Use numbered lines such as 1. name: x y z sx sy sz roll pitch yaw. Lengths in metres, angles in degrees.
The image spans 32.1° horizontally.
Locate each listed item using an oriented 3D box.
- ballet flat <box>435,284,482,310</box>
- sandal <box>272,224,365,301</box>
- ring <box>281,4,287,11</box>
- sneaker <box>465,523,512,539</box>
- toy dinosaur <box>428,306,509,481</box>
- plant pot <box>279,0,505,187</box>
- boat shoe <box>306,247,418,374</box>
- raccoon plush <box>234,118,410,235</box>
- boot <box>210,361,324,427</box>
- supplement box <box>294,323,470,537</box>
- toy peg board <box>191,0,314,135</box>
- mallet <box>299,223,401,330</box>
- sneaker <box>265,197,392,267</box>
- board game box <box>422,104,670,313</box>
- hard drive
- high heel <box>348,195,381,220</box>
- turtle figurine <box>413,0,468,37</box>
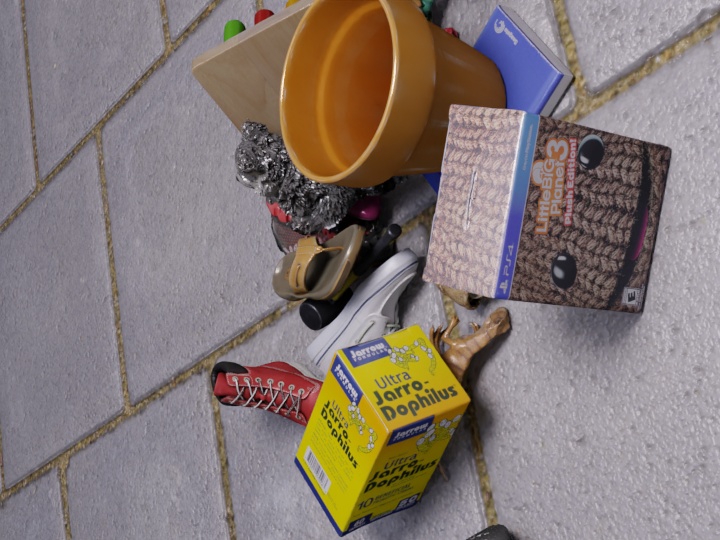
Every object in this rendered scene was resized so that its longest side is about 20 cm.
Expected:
1. ballet flat: 0.154 -0.031 1.283 0.065 0.070 0.200 49 130 11
2. sandal: -0.059 -0.009 1.418 0.199 0.054 0.081 -15 54 59
3. ring: -0.087 -0.304 1.551 0.019 0.201 0.201 40 128 -4
4. sneaker: 0.102 0.332 1.295 0.081 0.073 0.200 58 134 20
5. toy dinosaur: 0.088 0.115 1.338 0.106 0.060 0.202 48 122 42
6. plant pot: 0.045 -0.179 1.290 0.199 0.181 0.203 -11 76 52
7. boat shoe: 0.016 0.057 1.444 0.067 0.073 0.200 49 129 11
8. raccoon plush: -0.047 -0.133 1.397 0.199 0.134 0.097 -31 42 12
9. boot: -0.094 0.157 1.497 0.199 0.143 0.073 21 101 50
10. supplement box: 0.019 0.171 1.326 0.110 0.108 0.201 54 144 29
11. toy peg board: -0.057 -0.232 1.432 0.197 0.200 0.099 -24 42 19
12. mallet: 0.000 0.000 1.427 0.041 0.066 0.200 50 133 6
13. sneaker: -0.037 -0.034 1.512 0.199 0.070 0.099 24 123 39
14. board game box: 0.171 -0.054 1.139 0.096 0.198 0.162 14 97 51
15. hard drive: 0.135 -0.163 1.340 0.201 0.025 0.132 -59 44 28
16. high heel: -0.017 -0.144 1.495 0.200 0.067 0.097 54 136 45
17. turtle figurine: 0.041 -0.314 1.408 0.201 0.148 0.102 -116 24 -46
